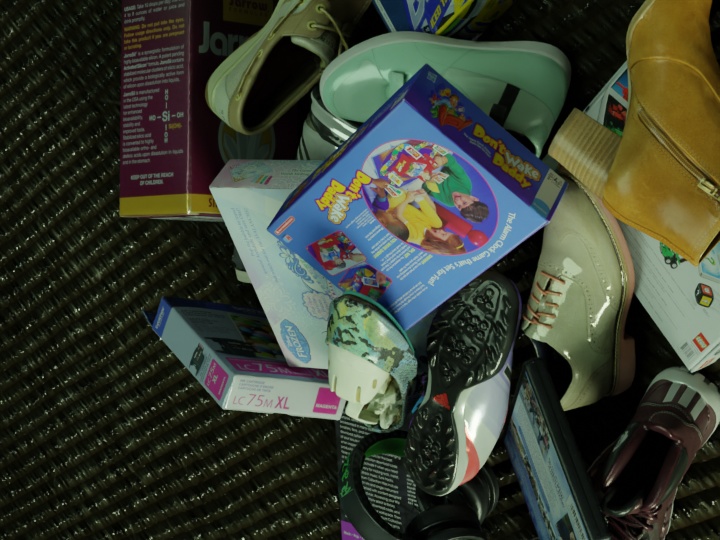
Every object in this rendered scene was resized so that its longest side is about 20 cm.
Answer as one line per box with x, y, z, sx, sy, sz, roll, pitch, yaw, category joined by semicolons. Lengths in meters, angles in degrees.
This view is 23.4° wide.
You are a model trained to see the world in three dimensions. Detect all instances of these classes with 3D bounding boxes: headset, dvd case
0.069;0.211;1.420;0.200;0.124;0.094;27;127;-8;headset
0.146;0.161;1.326;0.200;0.018;0.143;90;162;-69;dvd case

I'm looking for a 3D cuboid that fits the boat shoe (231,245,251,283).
-0.050;-0.023;1.541;0.200;0.073;0.063;1;105;52;boat shoe

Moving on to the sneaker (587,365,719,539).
0.193;0.169;1.287;0.076;0.116;0.200;28;122;16;sneaker

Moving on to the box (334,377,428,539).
0.039;0.166;1.525;0.143;0.036;0.200;10;109;45;box

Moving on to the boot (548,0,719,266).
0.238;-0.115;1.190;0.144;0.071;0.201;35;93;15;boot

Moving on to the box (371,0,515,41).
0.096;-0.241;1.326;0.200;0.064;0.070;-41;71;45;box

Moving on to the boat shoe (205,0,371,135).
-0.041;-0.190;1.432;0.200;0.074;0.066;-50;40;9;boat shoe

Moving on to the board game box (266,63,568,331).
0.037;-0.046;1.277;0.134;0.045;0.200;40;139;-10;board game box

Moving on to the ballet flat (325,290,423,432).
0.008;0.080;1.347;0.074;0.074;0.200;50;176;26;ballet flat

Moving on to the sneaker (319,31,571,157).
0.051;-0.119;1.314;0.200;0.118;0.074;-1;133;21;sneaker

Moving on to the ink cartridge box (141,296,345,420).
-0.107;0.071;1.569;0.200;0.119;0.042;37;113;54;ink cartridge box

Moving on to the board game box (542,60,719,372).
0.226;-0.043;1.261;0.200;0.035;0.126;58;136;19;board game box

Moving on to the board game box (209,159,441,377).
0.000;0.000;1.414;0.199;0.043;0.200;2;131;30;board game box

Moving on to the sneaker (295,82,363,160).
0.023;-0.060;1.447;0.200;0.076;0.115;42;132;25;sneaker

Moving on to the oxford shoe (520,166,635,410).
0.156;0.020;1.288;0.071;0.074;0.200;31;140;53;oxford shoe

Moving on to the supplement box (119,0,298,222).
-0.131;-0.143;1.525;0.103;0.131;0.200;-1;89;46;supplement box

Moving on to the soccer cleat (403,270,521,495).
0.089;0.082;1.349;0.068;0.073;0.200;32;123;30;soccer cleat
